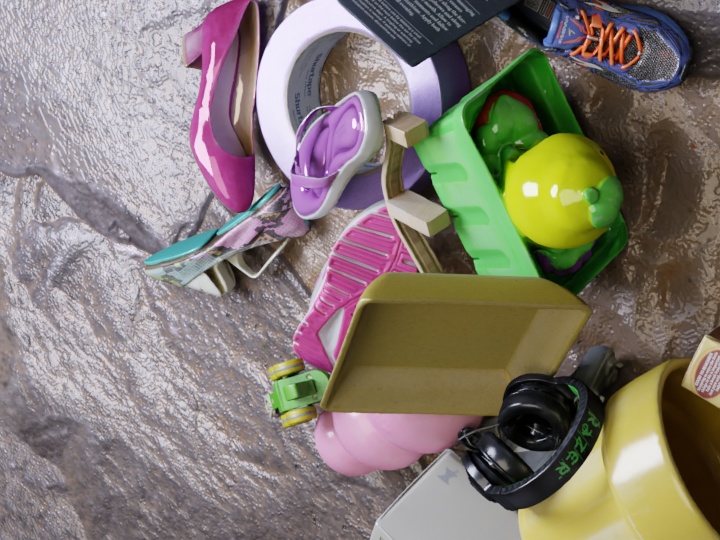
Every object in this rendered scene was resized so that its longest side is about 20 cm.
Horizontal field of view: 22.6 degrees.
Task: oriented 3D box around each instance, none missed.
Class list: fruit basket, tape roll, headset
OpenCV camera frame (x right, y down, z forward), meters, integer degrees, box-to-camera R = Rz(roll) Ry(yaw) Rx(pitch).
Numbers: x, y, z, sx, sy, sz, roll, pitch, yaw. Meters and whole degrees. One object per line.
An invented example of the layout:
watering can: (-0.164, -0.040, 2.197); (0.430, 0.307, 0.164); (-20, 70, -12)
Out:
fruit basket: (0.164, -0.077, 1.547); (0.215, 0.155, 0.217); (24, 135, 27)
tape roll: (0.002, -0.161, 1.696); (0.199, 0.066, 0.201); (7, 106, 27)
headset: (0.146, 0.156, 1.571); (0.094, 0.124, 0.200); (42, 161, -20)

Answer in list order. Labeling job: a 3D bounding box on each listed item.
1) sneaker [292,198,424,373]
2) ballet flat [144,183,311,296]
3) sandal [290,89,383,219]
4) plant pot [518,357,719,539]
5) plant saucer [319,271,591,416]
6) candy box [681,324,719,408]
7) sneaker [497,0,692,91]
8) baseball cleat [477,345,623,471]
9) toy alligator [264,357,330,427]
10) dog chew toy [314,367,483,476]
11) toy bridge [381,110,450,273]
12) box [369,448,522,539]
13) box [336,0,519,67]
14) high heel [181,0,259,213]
sneaker: (0.000, 0.000, 1.713); (0.081, 0.088, 0.200); (29, 125, -8)
ballet flat: (-0.132, -0.018, 1.811); (0.199, 0.069, 0.071); (-27, 102, 30)
sandal: (-0.036, -0.109, 1.619); (0.203, 0.050, 0.083); (134, 131, -59)
plant pot: (0.246, 0.204, 1.564); (0.189, 0.200, 0.201); (-33, 85, 33)
plant saucer: (0.076, 0.059, 1.554); (0.200, 0.199, 0.049); (111, 159, -56)
candy box: (0.381, 0.111, 1.513); (0.199, 0.115, 0.056); (32, 115, 20)
sneaker: (0.193, -0.205, 1.568); (0.199, 0.078, 0.076); (24, 113, 23)
baseball cleat: (0.164, 0.143, 1.672); (0.106, 0.070, 0.201); (30, 114, 20)
toy alligator: (-0.058, 0.119, 1.764); (0.054, 0.200, 0.060); (-14, 84, -10)
dog chew toy: (0.030, 0.133, 1.721); (0.200, 0.124, 0.125); (-37, 83, 39)
toy bridge: (0.050, -0.052, 1.602); (0.067, 0.027, 0.201); (29, 144, 47)
box: (0.078, 0.282, 1.681); (0.128, 0.109, 0.200); (40, 150, 17)
box: (0.087, -0.298, 1.550); (0.199, 0.149, 0.107); (-29, 130, 31)
high heel: (-0.117, -0.161, 1.751); (0.096, 0.067, 0.201); (-25, 67, 41)
